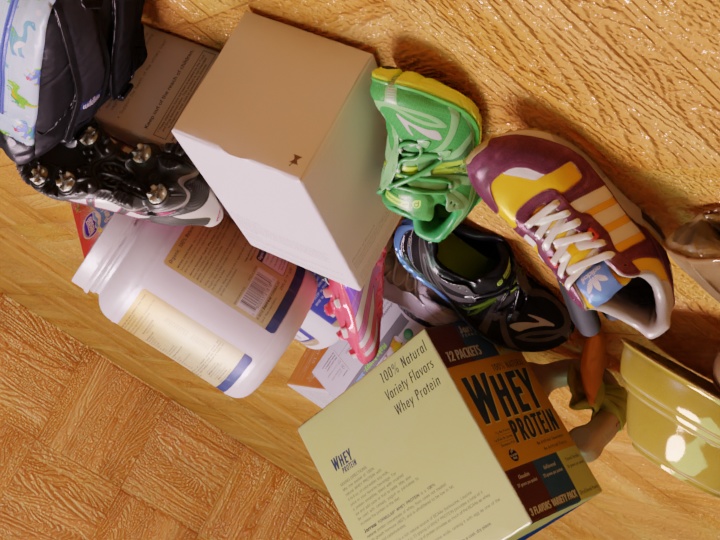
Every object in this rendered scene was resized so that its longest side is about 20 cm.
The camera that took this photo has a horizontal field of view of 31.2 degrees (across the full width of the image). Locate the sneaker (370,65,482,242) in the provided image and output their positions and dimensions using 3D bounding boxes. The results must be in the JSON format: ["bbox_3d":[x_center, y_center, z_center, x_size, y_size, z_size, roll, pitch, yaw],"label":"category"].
[{"bbox_3d":[0.052,-0.083,0.982,0.074,0.084,0.200,20,161,27],"label":"sneaker"}]

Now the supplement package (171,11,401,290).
[{"bbox_3d":[-0.044,-0.092,1.044,0.121,0.120,0.200,23,163,22],"label":"supplement package"}]

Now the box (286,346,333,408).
[{"bbox_3d":[0.017,0.116,1.568,0.097,0.125,0.200,36,162,-25],"label":"box"}]

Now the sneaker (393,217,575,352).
[{"bbox_3d":[0.120,0.015,1.189,0.199,0.071,0.083,35,165,-19],"label":"sneaker"}]

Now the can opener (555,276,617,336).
[{"bbox_3d":[0.182,-0.010,1.076,0.067,0.053,0.200,59,-178,35],"label":"can opener"}]

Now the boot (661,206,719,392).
[{"bbox_3d":[0.293,0.028,0.972,0.200,0.066,0.175,38,152,-28],"label":"boot"}]

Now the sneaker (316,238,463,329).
[{"bbox_3d":[0.041,-0.002,1.270,0.199,0.075,0.115,29,163,-19],"label":"sneaker"}]

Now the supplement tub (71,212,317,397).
[{"bbox_3d":[-0.157,0.013,1.226,0.200,0.145,0.144,34,163,-10],"label":"supplement tub"}]

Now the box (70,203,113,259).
[{"bbox_3d":[-0.245,-0.039,1.431,0.103,0.095,0.200,39,-168,-35],"label":"box"}]

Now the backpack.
[{"bbox_3d":[-0.235,-0.200,0.983,0.154,0.163,0.200,45,155,-4],"label":"backpack"}]

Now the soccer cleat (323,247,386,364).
[{"bbox_3d":[0.000,0.000,1.206,0.067,0.076,0.201,-130,21,-57],"label":"soccer cleat"}]

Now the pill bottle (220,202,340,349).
[{"bbox_3d":[-0.091,-0.015,1.358,0.200,0.120,0.120,37,162,-26],"label":"pill bottle"}]

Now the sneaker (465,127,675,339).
[{"bbox_3d":[0.159,-0.026,0.934,0.200,0.090,0.075,30,128,-27],"label":"sneaker"}]

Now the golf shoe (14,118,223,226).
[{"bbox_3d":[-0.208,-0.075,1.093,0.199,0.077,0.088,20,167,28],"label":"golf shoe"}]

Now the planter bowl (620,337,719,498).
[{"bbox_3d":[0.300,0.144,1.145,0.200,0.084,0.200,29,-175,-3],"label":"planter bowl"}]

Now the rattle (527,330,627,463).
[{"bbox_3d":[0.169,0.112,1.334,0.200,0.131,0.143,23,167,41],"label":"rattle"}]

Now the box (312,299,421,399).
[{"bbox_3d":[0.053,0.126,1.383,0.041,0.156,0.200,-9,-129,-51],"label":"box"}]

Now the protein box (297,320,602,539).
[{"bbox_3d":[0.083,0.183,1.251,0.135,0.198,0.201,-7,-117,-51],"label":"protein box"}]

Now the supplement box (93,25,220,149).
[{"bbox_3d":[-0.204,-0.154,1.153,0.199,0.104,0.101,21,163,18],"label":"supplement box"}]
